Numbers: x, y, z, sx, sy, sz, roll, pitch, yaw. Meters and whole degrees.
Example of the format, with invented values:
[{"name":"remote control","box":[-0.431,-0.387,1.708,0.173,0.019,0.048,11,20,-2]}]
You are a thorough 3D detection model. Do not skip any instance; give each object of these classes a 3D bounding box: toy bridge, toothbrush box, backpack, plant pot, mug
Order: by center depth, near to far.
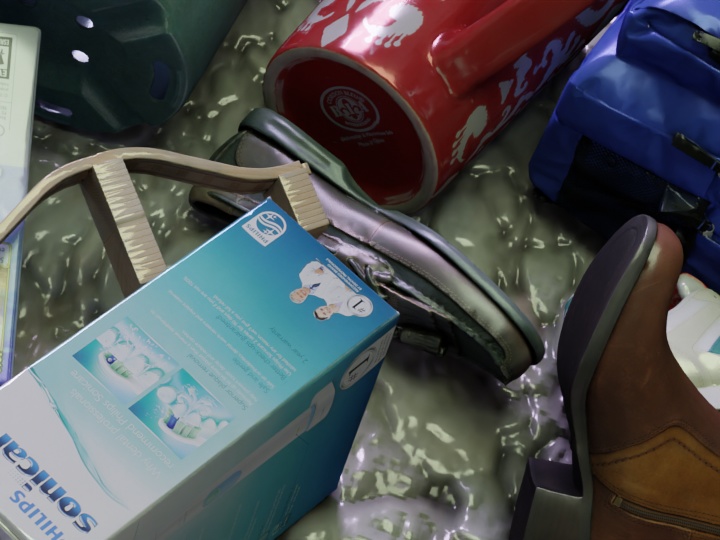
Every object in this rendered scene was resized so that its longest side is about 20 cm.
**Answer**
[{"name":"toothbrush box","box":[-0.090,0.085,0.993,0.085,0.147,0.200,40,55,17]},{"name":"toy bridge","box":[-0.110,-0.021,1.073,0.199,0.027,0.067,-18,78,-27]},{"name":"plant pot","box":[-0.121,-0.190,1.174,0.200,0.200,0.197,22,60,2]},{"name":"backpack","box":[0.211,-0.069,1.181,0.200,0.168,0.163,34,62,8]},{"name":"mug","box":[0.054,-0.142,1.190,0.133,0.178,0.200,38,58,6]}]

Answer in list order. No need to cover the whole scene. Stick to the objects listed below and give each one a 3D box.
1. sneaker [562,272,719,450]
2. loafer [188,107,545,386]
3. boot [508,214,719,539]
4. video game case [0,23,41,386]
[{"name":"sneaker","box":[0.192,0.041,1.149,0.199,0.070,0.094,-3,61,-14]},{"name":"loafer","box":[0.000,0.000,1.142,0.200,0.072,0.063,39,73,23]},{"name":"boot","box":[0.184,0.080,1.056,0.199,0.189,0.068,12,14,-4]},{"name":"video game case","box":[-0.255,-0.035,1.074,0.199,0.045,0.182,6,68,-11]}]
